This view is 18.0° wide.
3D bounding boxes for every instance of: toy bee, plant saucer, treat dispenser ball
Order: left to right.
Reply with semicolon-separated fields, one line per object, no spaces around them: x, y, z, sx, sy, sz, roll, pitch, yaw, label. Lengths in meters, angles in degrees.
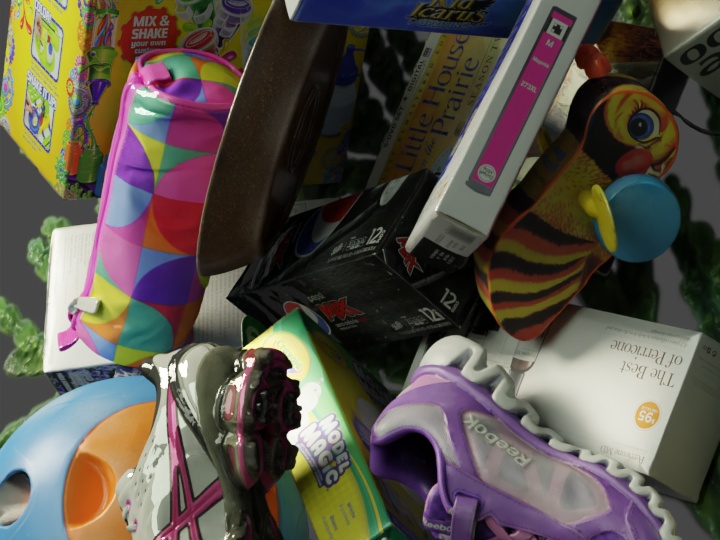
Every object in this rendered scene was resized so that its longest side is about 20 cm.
-0.130;0.163;1.332;0.200;0.200;0.202;-24;53;36;treat dispenser ball
-0.046;-0.087;1.328;0.034;0.200;0.202;20;81;5;plant saucer
0.128;-0.063;1.222;0.200;0.109;0.131;-46;23;-16;toy bee

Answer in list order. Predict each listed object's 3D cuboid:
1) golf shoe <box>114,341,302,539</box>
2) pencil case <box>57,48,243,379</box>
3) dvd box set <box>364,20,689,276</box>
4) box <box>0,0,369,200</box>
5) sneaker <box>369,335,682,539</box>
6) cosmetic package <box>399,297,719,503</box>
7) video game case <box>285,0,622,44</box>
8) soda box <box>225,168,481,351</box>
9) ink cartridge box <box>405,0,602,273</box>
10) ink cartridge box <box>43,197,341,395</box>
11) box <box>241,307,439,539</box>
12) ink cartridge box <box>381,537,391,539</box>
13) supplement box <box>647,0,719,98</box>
-0.087;0.140;1.214;0.091;0.073;0.202;2;79;23;golf shoe
-0.122;-0.033;1.375;0.088;0.088;0.201;48;129;48;pencil case
0.098;-0.086;1.363;0.199;0.029;0.147;18;82;49;dvd box set
-0.108;-0.161;1.438;0.122;0.199;0.194;44;132;49;box
0.080;0.122;1.179;0.200;0.088;0.081;38;140;28;sneaker
0.112;0.062;1.250;0.199;0.050;0.083;12;78;49;cosmetic package
0.035;-0.218;1.316;0.046;0.198;0.182;-58;39;45;video game case
0.000;0.000;1.330;0.064;0.071;0.200;-58;19;-23;soda box
0.085;-0.100;1.208;0.095;0.037;0.201;128;167;-76;ink cartridge box
-0.104;0.019;1.483;0.198;0.050;0.110;-6;60;10;ink cartridge box
-0.001;0.108;1.290;0.048;0.117;0.201;-37;45;9;box
0.019;0.270;1.159;0.200;0.144;0.146;-48;42;16;ink cartridge box
0.216;-0.211;1.276;0.126;0.073;0.201;-35;47;29;supplement box
